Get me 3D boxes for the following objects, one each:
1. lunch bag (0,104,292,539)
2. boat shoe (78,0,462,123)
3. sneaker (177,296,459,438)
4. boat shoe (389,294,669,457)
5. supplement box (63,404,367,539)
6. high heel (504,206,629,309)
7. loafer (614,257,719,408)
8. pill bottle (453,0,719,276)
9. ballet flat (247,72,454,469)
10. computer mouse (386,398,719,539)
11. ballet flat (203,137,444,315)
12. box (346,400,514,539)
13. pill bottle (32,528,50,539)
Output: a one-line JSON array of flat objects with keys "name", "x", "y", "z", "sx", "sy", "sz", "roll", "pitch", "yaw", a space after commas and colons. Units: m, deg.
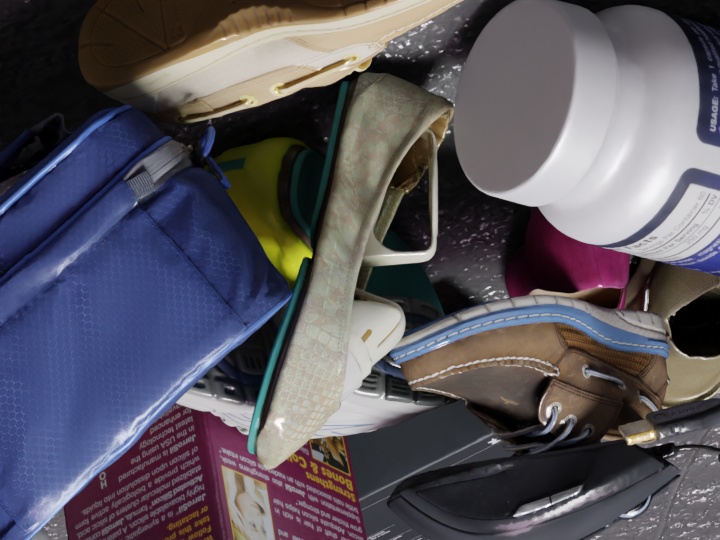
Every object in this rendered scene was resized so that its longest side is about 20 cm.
[{"name": "lunch bag", "x": -0.130, "y": 0.014, "z": 1.138, "sx": 0.200, "sy": 0.132, "sz": 0.136, "roll": -44, "pitch": -178, "yaw": -4}, {"name": "boat shoe", "x": -0.024, "y": -0.116, "z": 1.148, "sx": 0.200, "sy": 0.074, "sz": 0.069, "roll": -15, "pitch": 151, "yaw": 22}, {"name": "sneaker", "x": -0.047, "y": 0.054, "z": 1.277, "sx": 0.200, "sy": 0.075, "sz": 0.087, "roll": 11, "pitch": 146, "yaw": -29}, {"name": "boat shoe", "x": 0.094, "y": 0.056, "z": 1.281, "sx": 0.072, "sy": 0.072, "sz": 0.200, "roll": -23, "pitch": 163, "yaw": 40}, {"name": "supplement box", "x": -0.077, "y": 0.116, "z": 1.354, "sx": 0.103, "sy": 0.200, "sz": 0.131, "roll": -30, "pitch": 142, "yaw": 25}, {"name": "high heel", "x": 0.117, "y": 0.017, "z": 1.363, "sx": 0.067, "sy": 0.096, "sz": 0.200, "roll": -10, "pitch": 147, "yaw": -4}, {"name": "loafer", "x": 0.183, "y": 0.025, "z": 1.423, "sx": 0.076, "sy": 0.067, "sz": 0.200, "roll": -8, "pitch": 147, "yaw": -6}, {"name": "pill bottle", "x": 0.150, "y": -0.061, "z": 1.239, "sx": 0.200, "sy": 0.116, "sz": 0.116, "roll": 13, "pitch": 139, "yaw": -33}, {"name": "ballet flat", "x": 0.000, "y": 0.000, "z": 1.210, "sx": 0.062, "sy": 0.200, "sz": 0.067, "roll": 13, "pitch": 164, "yaw": 5}, {"name": "computer mouse", "x": 0.113, "y": 0.104, "z": 1.241, "sx": 0.200, "sy": 0.046, "sz": 0.140, "roll": -9, "pitch": 164, "yaw": -1}, {"name": "ballet flat", "x": -0.020, "y": -0.006, "z": 1.328, "sx": 0.067, "sy": 0.067, "sz": 0.200, "roll": -3, "pitch": 150, "yaw": 26}, {"name": "box", "x": 0.018, "y": 0.111, "z": 1.474, "sx": 0.200, "sy": 0.079, "sz": 0.141, "roll": -28, "pitch": 156, "yaw": 22}, {"name": "pill bottle", "x": -0.272, "y": 0.159, "z": 1.436, "sx": 0.111, "sy": 0.111, "sz": 0.200, "roll": -33, "pitch": 142, "yaw": 28}]
